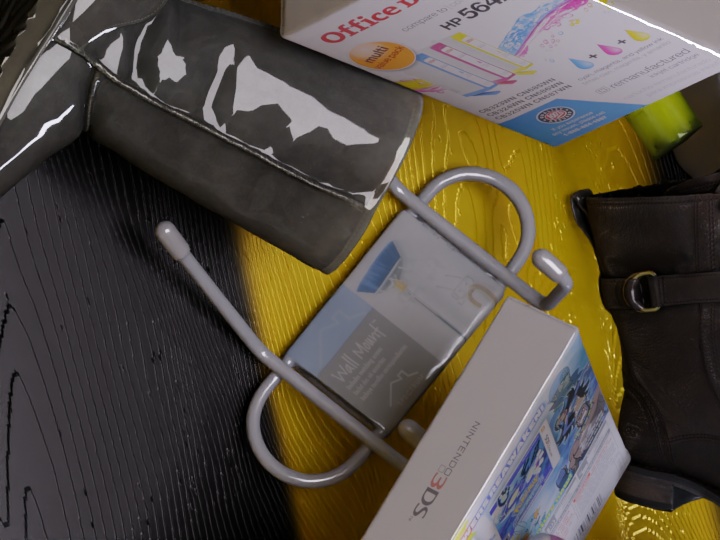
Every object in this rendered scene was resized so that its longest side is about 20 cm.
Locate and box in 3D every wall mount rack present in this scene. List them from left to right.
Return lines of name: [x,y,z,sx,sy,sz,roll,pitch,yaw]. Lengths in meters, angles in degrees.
wall mount rack: [0.000,0.000,1.443,0.174,0.075,0.200,38,69,2]

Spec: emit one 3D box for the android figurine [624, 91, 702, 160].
android figurine: [0.129,-0.161,1.495,0.182,0.041,0.200,-35,83,-3]

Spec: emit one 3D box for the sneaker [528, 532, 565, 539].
sneaker: [0.093,0.208,1.433,0.088,0.080,0.200,-42,151,-28]

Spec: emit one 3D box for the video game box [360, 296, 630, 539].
video game box: [0.053,0.135,1.419,0.047,0.182,0.200,27,75,20]

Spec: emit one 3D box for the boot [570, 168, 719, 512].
boot: [0.192,0.035,1.486,0.069,0.200,0.174,-15,104,-51]

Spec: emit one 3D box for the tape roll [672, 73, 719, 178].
tape roll: [0.253,-0.118,1.585,0.200,0.066,0.201,0,90,-28]

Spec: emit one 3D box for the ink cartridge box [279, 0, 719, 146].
ink cartridge box: [0.058,-0.158,1.351,0.200,0.128,0.125,18,62,-36]

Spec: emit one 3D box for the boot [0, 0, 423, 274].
boot: [-0.093,-0.051,1.359,0.200,0.073,0.182,29,103,-31]
